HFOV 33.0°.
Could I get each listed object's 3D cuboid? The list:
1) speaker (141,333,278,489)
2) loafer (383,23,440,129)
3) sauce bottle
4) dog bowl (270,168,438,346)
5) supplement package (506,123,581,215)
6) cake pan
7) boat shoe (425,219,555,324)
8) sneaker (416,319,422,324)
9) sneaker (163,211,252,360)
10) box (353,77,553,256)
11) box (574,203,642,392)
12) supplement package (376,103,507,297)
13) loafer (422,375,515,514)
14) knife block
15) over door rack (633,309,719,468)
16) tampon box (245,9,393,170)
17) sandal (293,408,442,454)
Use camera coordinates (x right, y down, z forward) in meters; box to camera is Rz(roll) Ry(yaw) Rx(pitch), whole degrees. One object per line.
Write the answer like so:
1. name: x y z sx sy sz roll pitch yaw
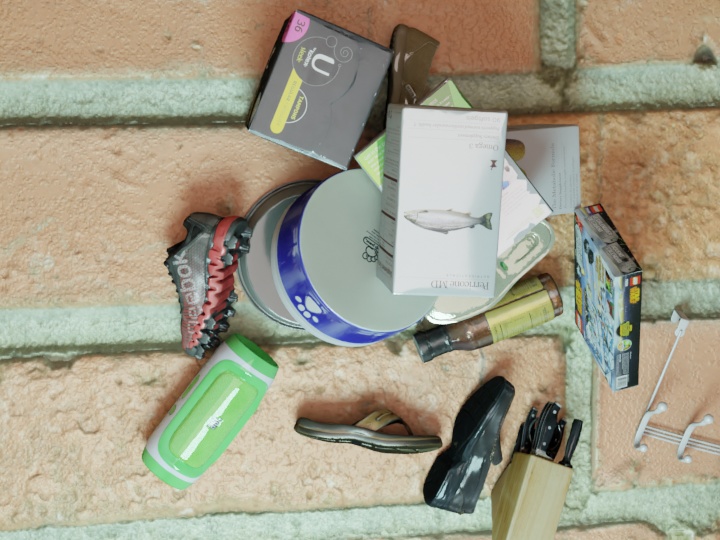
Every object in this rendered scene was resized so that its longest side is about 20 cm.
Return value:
1. speaker: -0.193 0.181 1.564 0.088 0.088 0.200 37 92 -10
2. loafer: 0.065 -0.210 1.544 0.067 0.076 0.201 4 98 -1
3. sauce bottle: 0.166 0.065 1.601 0.199 0.066 0.066 -20 100 -2
4. dog bowl: -0.001 -0.015 1.433 0.199 0.079 0.201 8 72 -26
5. supplement package: 0.163 -0.120 1.517 0.199 0.109 0.114 -9 100 -29
6. cake pan: -0.063 -0.017 1.575 0.199 0.037 0.201 -1 98 -7
7. boat shoe: 0.163 0.004 1.586 0.200 0.068 0.072 -36 94 -5
8. sneaker: 0.000 0.000 1.530 0.200 0.087 0.075 42 47 -10
9. sneaker: -0.205 0.013 1.548 0.098 0.071 0.201 21 112 15
10. box: 0.107 -0.101 1.408 0.144 0.036 0.200 -39 101 1
11. box: 0.310 0.035 1.534 0.040 0.137 0.201 -14 132 -6
12. supplement package: 0.087 -0.078 1.331 0.116 0.117 0.201 1 98 -8
13. loafer: 0.158 0.234 1.625 0.072 0.073 0.201 24 104 -18
14. knife block: 0.234 0.278 1.587 0.064 0.200 0.176 20 125 -9
15. over door rack: 0.469 0.168 1.650 0.147 0.067 0.201 15 96 -9
16. tampon box: -0.056 -0.216 1.466 0.126 0.200 0.151 21 94 -9
17. sandal: 0.013 0.207 1.607 0.199 0.082 0.055 9 75 -1
